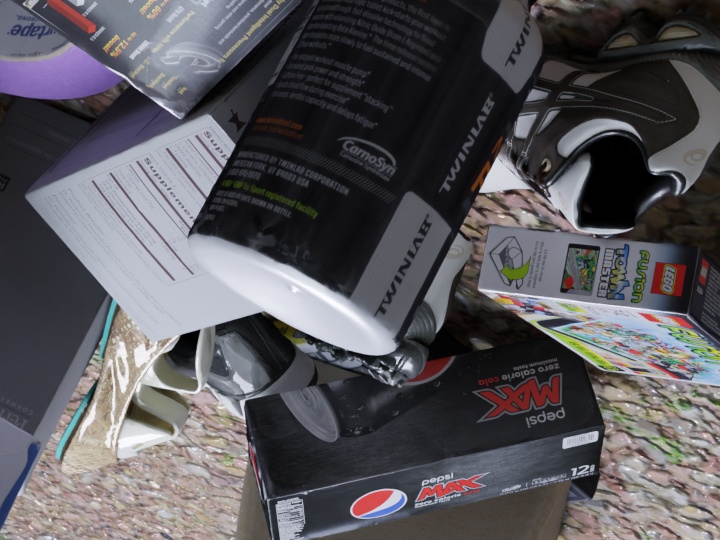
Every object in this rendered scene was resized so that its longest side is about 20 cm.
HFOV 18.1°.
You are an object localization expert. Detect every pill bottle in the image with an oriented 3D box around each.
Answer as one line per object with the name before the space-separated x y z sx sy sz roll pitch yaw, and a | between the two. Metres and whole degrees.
pill bottle | 0.014 -0.072 0.998 0.106 0.200 0.106 27 168 6

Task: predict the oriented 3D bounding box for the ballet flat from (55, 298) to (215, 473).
ballet flat | -0.125 0.064 1.307 0.065 0.071 0.200 29 136 4

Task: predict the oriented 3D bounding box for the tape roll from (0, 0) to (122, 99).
tape roll | -0.187 -0.173 1.118 0.199 0.066 0.200 18 150 11

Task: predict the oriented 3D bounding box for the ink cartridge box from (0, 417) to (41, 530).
ink cartridge box | -0.270 0.115 1.236 0.136 0.077 0.200 32 153 -11

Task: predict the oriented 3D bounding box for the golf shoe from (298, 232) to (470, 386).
golf shoe | 0.000 0.000 1.256 0.078 0.095 0.200 40 171 -29

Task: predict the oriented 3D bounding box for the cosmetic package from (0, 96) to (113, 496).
cosmetic package | -0.195 0.013 1.288 0.106 0.200 0.090 23 150 0

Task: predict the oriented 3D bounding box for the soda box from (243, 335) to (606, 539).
soda box | 0.037 0.096 1.305 0.199 0.071 0.063 -12 149 -7

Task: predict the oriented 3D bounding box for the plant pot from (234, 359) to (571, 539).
plant pot | 0.009 0.198 1.424 0.199 0.178 0.200 17 151 8

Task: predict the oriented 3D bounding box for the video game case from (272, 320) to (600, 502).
video game case | 0.025 0.093 1.444 0.180 0.026 0.200 -12 136 45

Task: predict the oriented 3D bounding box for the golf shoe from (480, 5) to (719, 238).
golf shoe | 0.096 -0.059 1.081 0.078 0.095 0.200 36 150 -24

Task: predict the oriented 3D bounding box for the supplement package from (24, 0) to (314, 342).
supplement package | -0.060 -0.051 1.142 0.110 0.114 0.200 50 149 -16

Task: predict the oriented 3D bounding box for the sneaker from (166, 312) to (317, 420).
sneaker | -0.107 0.033 1.384 0.200 0.066 0.091 12 143 55

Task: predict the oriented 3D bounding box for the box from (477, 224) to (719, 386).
box | 0.147 0.022 1.163 0.110 0.035 0.200 7 169 26

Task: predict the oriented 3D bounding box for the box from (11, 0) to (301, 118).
box | -0.078 -0.178 0.978 0.157 0.050 0.200 34 126 -21
